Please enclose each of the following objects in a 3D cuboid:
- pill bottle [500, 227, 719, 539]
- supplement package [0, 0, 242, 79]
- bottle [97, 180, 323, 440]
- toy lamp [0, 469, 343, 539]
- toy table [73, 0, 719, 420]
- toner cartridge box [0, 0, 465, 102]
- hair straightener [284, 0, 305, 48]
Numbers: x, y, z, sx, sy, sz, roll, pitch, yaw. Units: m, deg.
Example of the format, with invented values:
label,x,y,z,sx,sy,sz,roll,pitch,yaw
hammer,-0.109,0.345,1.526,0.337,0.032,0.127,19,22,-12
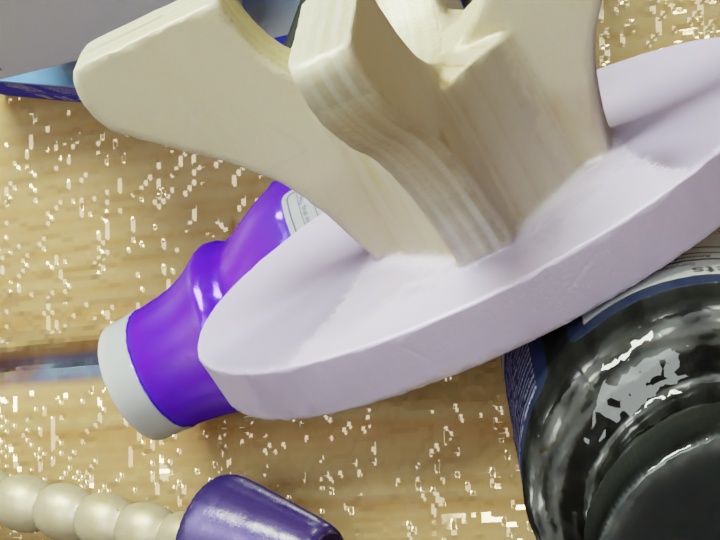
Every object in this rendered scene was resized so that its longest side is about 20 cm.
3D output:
label,x,y,z,sx,sy,sz,roll,pitch,yaw
pill bottle,0.100,0.042,0.790,0.112,0.200,0.112,0,113,-1
supplement package,-0.109,-0.185,0.949,0.109,0.114,0.200,-12,55,17
bottle,0.000,0.000,0.937,0.200,0.065,0.084,-27,86,22
toy lamp,-0.098,0.093,0.984,0.200,0.058,0.058,8,87,30
toy table,0.019,-0.050,0.787,0.200,0.184,0.117,-29,112,5
toner cartridge box,-0.059,-0.108,0.995,0.200,0.043,0.095,6,87,28
hair straightener,-0.002,-0.140,0.909,0.077,0.041,0.200,8,83,27
